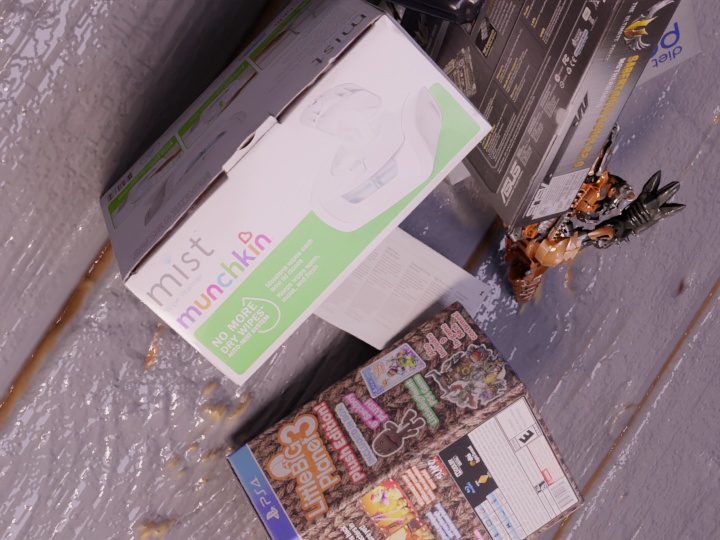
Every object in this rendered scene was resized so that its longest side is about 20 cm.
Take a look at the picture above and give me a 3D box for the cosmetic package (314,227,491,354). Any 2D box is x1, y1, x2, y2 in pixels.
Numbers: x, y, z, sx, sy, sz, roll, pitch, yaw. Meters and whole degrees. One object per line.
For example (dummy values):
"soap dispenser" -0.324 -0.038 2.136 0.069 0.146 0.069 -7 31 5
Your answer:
"cosmetic package" 0.000 0.000 1.082 0.200 0.051 0.083 32 92 -43

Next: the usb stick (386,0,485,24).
"usb stick" -0.021 -0.187 0.892 0.055 0.200 0.033 -58 165 -53

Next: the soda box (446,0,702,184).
"soda box" 0.128 -0.142 1.060 0.200 0.064 0.068 -28 140 0

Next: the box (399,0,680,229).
"box" 0.097 -0.147 0.918 0.048 0.159 0.200 -15 147 -28

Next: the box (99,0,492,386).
"box" -0.047 -0.061 0.897 0.200 0.176 0.097 -46 112 2

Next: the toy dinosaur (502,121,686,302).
"toy dinosaur" 0.146 -0.048 1.141 0.136 0.200 0.102 -29 86 -32

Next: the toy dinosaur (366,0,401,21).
"toy dinosaur" -0.002 -0.183 1.005 0.200 0.047 0.088 17 95 -37

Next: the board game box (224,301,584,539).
"board game box" 0.035 0.149 1.106 0.200 0.097 0.160 -33 135 -3
